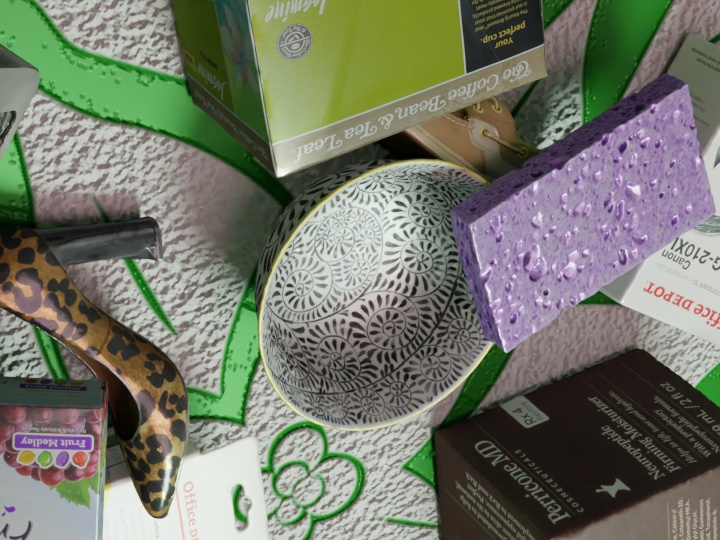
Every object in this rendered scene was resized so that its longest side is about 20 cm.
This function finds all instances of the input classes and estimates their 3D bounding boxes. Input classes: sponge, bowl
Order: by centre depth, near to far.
[{"bbox_3d":[0.000,0.000,1.304,0.200,0.094,0.202,-15,121,-26],"label":"bowl"},{"bbox_3d":[0.155,-0.041,1.306,0.199,0.030,0.112,-32,125,-20],"label":"sponge"}]

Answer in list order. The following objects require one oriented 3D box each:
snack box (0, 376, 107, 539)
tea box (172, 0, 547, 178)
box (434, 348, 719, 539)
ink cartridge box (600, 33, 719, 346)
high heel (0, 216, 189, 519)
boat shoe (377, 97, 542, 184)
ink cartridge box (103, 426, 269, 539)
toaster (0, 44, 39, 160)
[{"bbox_3d":[-0.260,0.138,1.185,0.199,0.053,0.143,3,108,-5],"label":"snack box"},{"bbox_3d":[-0.007,-0.194,1.170,0.199,0.134,0.198,-21,123,-21],"label":"tea box"},{"bbox_3d":[0.185,0.194,1.479,0.199,0.166,0.165,-20,125,-23],"label":"box"},{"bbox_3d":[0.267,-0.055,1.447,0.144,0.084,0.201,21,102,-37],"label":"ink cartridge box"},{"bbox_3d":[-0.186,0.069,1.217,0.142,0.071,0.201,-8,92,-34],"label":"high heel"},{"bbox_3d":[0.077,-0.090,1.327,0.200,0.074,0.067,30,84,-40],"label":"boat shoe"},{"bbox_3d":[-0.167,0.174,1.311,0.199,0.067,0.118,-18,122,-22],"label":"ink cartridge box"},{"bbox_3d":[-0.279,-0.071,1.027,0.118,0.181,0.201,31,103,6],"label":"toaster"}]
